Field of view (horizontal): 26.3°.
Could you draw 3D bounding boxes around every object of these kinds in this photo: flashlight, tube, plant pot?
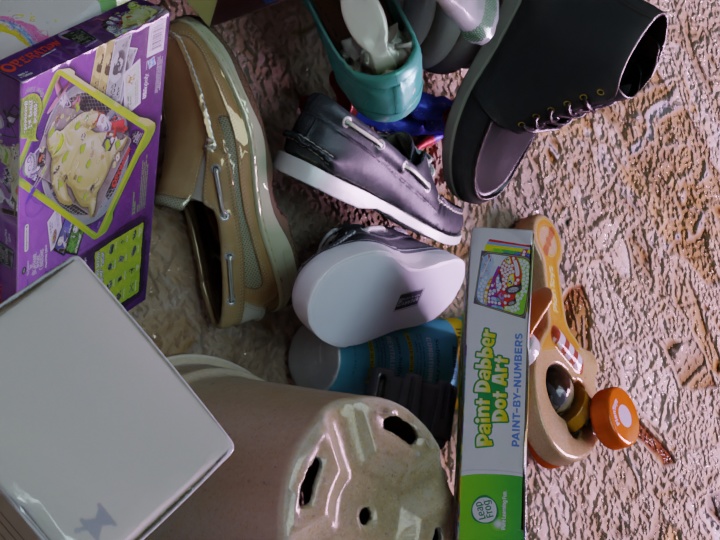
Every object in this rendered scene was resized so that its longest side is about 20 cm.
[{"bbox_3d":[0.026,0.171,1.026,0.068,0.067,0.202,32,69,-66],"label":"flashlight"},{"bbox_3d":[0.035,0.066,1.106,0.199,0.050,0.078,5,88,-47],"label":"tube"},{"bbox_3d":[-0.049,0.147,0.923,0.199,0.183,0.203,6,81,-41],"label":"plant pot"}]

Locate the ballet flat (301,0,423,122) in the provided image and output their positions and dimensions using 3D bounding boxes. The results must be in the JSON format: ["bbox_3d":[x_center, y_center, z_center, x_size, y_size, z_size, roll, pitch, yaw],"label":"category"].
[{"bbox_3d":[-0.012,-0.193,1.001,0.067,0.070,0.201,-23,75,-11],"label":"ballet flat"}]

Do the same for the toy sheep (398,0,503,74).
[{"bbox_3d":[0.052,-0.207,1.101,0.198,0.138,0.139,-7,89,-27],"label":"toy sheep"}]

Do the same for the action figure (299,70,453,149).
[{"bbox_3d":[0.050,-0.111,1.127,0.199,0.065,0.052,-4,65,-41],"label":"action figure"}]

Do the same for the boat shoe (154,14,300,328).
[{"bbox_3d":[-0.099,-0.059,0.986,0.076,0.071,0.202,-25,101,-29],"label":"boat shoe"}]

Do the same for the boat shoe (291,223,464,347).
[{"bbox_3d":[0.000,0.000,1.038,0.199,0.068,0.072,-9,127,-60],"label":"boat shoe"}]

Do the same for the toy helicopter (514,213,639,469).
[{"bbox_3d":[0.138,0.049,1.182,0.132,0.078,0.202,20,58,-45],"label":"toy helicopter"}]

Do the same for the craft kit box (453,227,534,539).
[{"bbox_3d":[0.084,0.102,1.000,0.048,0.200,0.199,5,67,4],"label":"craft kit box"}]

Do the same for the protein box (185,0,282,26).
[{"bbox_3d":[-0.079,-0.300,0.923,0.199,0.134,0.202,47,38,-45],"label":"protein box"}]

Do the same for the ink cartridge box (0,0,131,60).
[{"bbox_3d":[-0.202,-0.082,0.860,0.200,0.067,0.118,-48,152,-35],"label":"ink cartridge box"}]

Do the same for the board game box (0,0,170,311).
[{"bbox_3d":[-0.160,-0.042,0.867,0.120,0.032,0.202,-43,151,-49],"label":"board game box"}]

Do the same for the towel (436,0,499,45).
[{"bbox_3d":[0.039,-0.253,0.953,0.200,0.030,0.151,46,38,-49],"label":"towel"}]

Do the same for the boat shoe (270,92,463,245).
[{"bbox_3d":[0.020,-0.067,1.057,0.199,0.075,0.061,19,98,-58],"label":"boat shoe"}]

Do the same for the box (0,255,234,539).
[{"bbox_3d":[-0.173,0.104,0.789,0.128,0.200,0.109,50,53,0],"label":"box"}]

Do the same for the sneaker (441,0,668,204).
[{"bbox_3d":[0.130,-0.114,1.066,0.074,0.106,0.201,-18,138,-46],"label":"sneaker"}]
